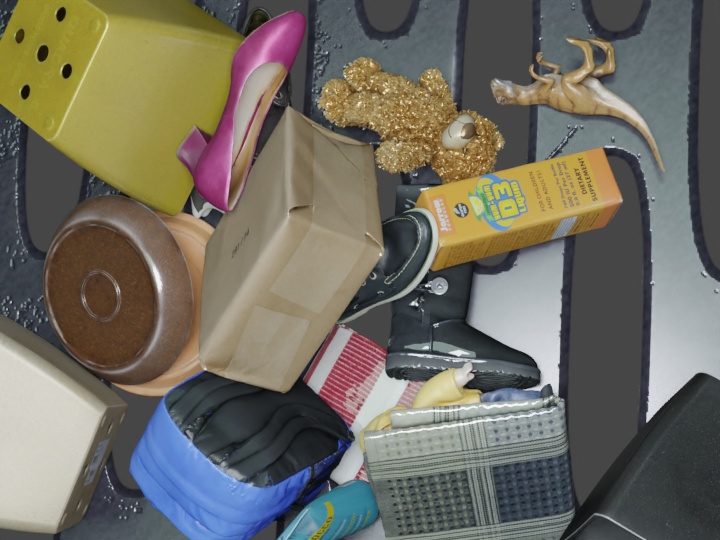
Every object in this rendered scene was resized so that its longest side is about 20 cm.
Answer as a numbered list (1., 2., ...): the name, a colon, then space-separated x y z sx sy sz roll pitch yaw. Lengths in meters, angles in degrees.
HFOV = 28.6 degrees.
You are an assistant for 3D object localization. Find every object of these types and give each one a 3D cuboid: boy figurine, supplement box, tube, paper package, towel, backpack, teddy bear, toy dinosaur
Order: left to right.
1. backpack: -0.125 0.191 1.384 0.162 0.200 0.169 36 113 16
2. paper package: -0.072 -0.021 1.371 0.102 0.192 0.201 21 124 -20
3. tube: -0.037 0.239 1.354 0.050 0.200 0.078 37 102 16
4. towel: 0.023 0.164 1.460 0.199 0.023 0.145 31 90 15
5. teddy bear: 0.053 -0.160 1.459 0.144 0.067 0.200 -23 55 -37
6. boy figurine: 0.095 0.151 1.389 0.197 0.065 0.126 -4 109 2
7. towel: 0.107 0.206 1.370 0.197 0.194 0.035 -9 36 4
8. supplement box: 0.156 -0.062 1.412 0.197 0.069 0.067 -15 73 -11
9. toy dinosaur: 0.236 -0.184 1.462 0.198 0.060 0.108 17 109 18

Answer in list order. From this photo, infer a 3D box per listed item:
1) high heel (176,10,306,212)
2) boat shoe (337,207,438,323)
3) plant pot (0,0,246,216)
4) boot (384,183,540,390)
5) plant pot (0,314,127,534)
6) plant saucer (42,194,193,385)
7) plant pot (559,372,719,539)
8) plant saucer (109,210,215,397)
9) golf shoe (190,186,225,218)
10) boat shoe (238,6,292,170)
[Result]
1. high heel: -0.101 -0.157 1.391 0.200 0.067 0.096 -49 56 9
2. boat shoe: -0.001 -0.002 1.410 0.199 0.065 0.075 -31 67 48
3. plant pot: -0.262 -0.201 1.444 0.199 0.176 0.202 36 103 34
4. boot: 0.109 0.014 1.448 0.162 0.066 0.203 7 69 -8
5. plant pot: -0.352 0.169 1.452 0.175 0.200 0.202 23 86 2
6. plant saucer: -0.262 0.024 1.469 0.198 0.034 0.203 7 103 31
7. plant pot: 0.321 0.216 1.307 0.198 0.200 0.179 29 70 7
8. plant saucer: -0.218 0.034 1.521 0.197 0.032 0.203 -2 81 12
9. golf shoe: -0.089 -0.080 1.501 0.198 0.077 0.089 16 102 17
10. boat shoe: -0.108 -0.191 1.479 0.072 0.065 0.202 -6 55 -7
